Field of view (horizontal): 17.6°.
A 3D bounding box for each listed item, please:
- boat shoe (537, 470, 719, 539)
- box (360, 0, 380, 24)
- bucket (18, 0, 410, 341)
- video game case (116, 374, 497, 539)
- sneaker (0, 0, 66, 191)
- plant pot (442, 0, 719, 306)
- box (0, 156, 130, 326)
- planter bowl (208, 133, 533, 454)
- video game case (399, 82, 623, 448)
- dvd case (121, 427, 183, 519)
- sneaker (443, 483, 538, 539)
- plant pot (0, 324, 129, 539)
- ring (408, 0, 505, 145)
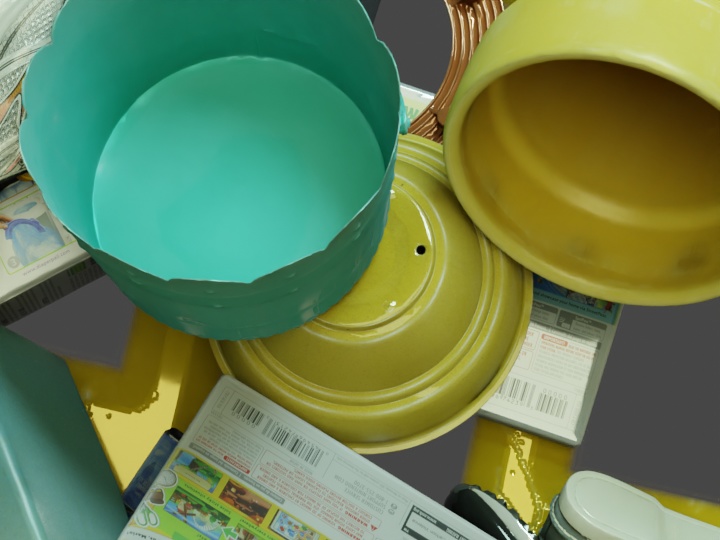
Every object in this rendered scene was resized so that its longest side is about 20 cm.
[{"bbox_3d":[0.197,0.194,1.407,0.199,0.073,0.062,30,124,-5],"label":"boat shoe"},{"bbox_3d":[-0.088,-0.217,1.354,0.197,0.200,0.124,13,78,10],"label":"box"},{"bbox_3d":[-0.074,-0.066,1.260,0.206,0.135,0.208,-1,72,3],"label":"bucket"},{"bbox_3d":[-0.028,0.167,1.284,0.199,0.023,0.182,32,40,-1],"label":"video game case"},{"bbox_3d":[-0.197,-0.092,1.303,0.082,0.078,0.201,30,90,-3],"label":"sneaker"},{"bbox_3d":[0.166,-0.115,1.329,0.200,0.201,0.189,23,53,0],"label":"plant pot"},{"bbox_3d":[-0.224,-0.079,1.387,0.101,0.113,0.201,-27,86,-7],"label":"box"},{"bbox_3d":[0.000,0.000,1.350,0.199,0.083,0.202,-2,74,6],"label":"planter bowl"},{"bbox_3d":[0.068,-0.007,1.440,0.199,0.022,0.183,18,81,0],"label":"video game case"},{"bbox_3d":[-0.110,0.213,1.355,0.142,0.018,0.200,37,101,9],"label":"dvd case"},{"bbox_3d":[0.090,0.226,1.379,0.090,0.070,0.201,-31,86,-11],"label":"sneaker"},{"bbox_3d":[-0.212,0.148,1.290,0.141,0.141,0.200,-38,60,9],"label":"plant pot"},{"bbox_3d":[-0.008,-0.142,1.441,0.199,0.019,0.202,-2,77,7],"label":"ring"}]
